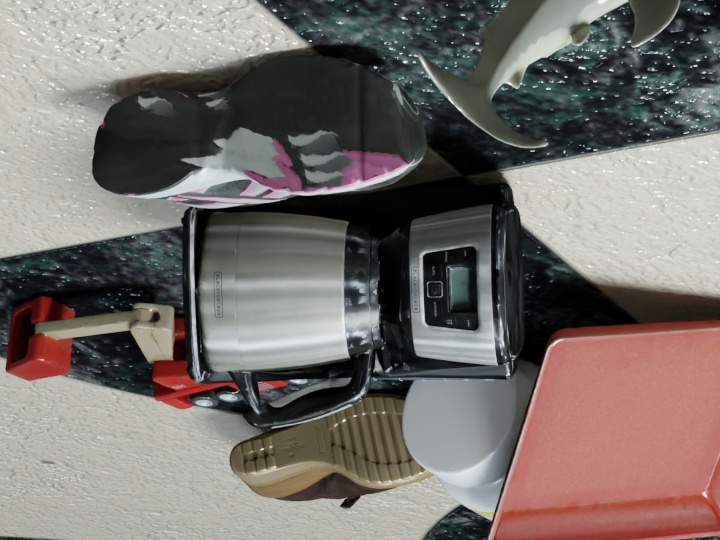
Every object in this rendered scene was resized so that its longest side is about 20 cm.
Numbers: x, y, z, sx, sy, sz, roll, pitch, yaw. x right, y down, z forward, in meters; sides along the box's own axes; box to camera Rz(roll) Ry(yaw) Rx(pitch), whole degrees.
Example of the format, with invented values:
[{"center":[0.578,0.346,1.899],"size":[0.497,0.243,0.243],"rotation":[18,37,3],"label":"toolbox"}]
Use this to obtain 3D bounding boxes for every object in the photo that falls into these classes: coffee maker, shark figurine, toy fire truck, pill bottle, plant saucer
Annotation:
[{"center":[0.000,0.000,1.602],"size":[0.198,0.192,0.136],"rotation":[-1,116,5],"label":"coffee maker"},{"center":[0.097,-0.145,1.248],"size":[0.090,0.214,0.128],"rotation":[61,162,-22],"label":"shark figurine"},{"center":[-0.134,0.050,1.829],"size":[0.199,0.049,0.141],"rotation":[-15,152,37],"label":"toy fire truck"},{"center":[0.121,0.131,1.908],"size":[0.114,0.115,0.200],"rotation":[-10,154,31],"label":"pill bottle"},{"center":[0.191,0.107,1.803],"size":[0.198,0.037,0.201],"rotation":[-3,130,-21],"label":"plant saucer"}]

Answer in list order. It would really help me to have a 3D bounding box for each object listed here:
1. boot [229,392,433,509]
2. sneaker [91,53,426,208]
[{"center":[0.010,0.144,2.052],"size":[0.199,0.073,0.166],"rotation":[-7,168,22],"label":"boot"},{"center":[-0.049,-0.075,1.500],"size":[0.199,0.081,0.086],"rotation":[1,172,27],"label":"sneaker"}]
